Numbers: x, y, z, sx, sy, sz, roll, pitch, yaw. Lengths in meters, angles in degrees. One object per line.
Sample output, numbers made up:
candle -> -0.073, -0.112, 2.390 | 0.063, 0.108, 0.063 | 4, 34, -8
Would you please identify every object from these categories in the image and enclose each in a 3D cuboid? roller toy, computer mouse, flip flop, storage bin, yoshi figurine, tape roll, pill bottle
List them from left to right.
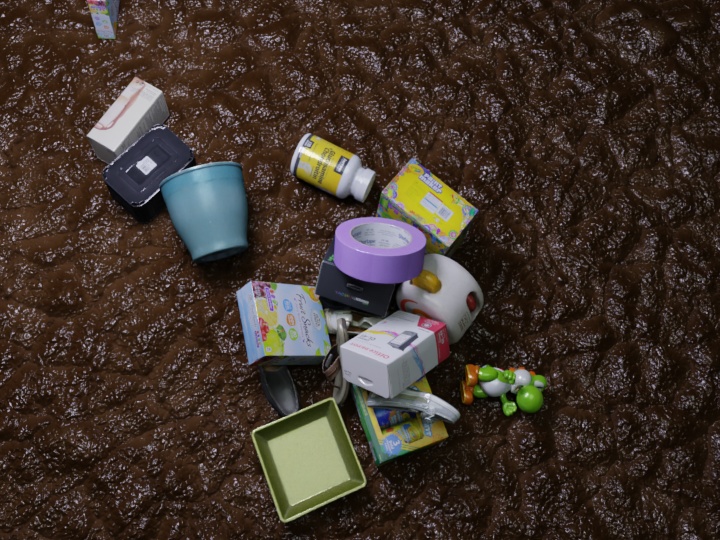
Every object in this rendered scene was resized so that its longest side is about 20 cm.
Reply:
storage bin -> -0.503, -0.234, 1.702 | 0.135, 0.094, 0.200 | 39, 69, 10
pill bottle -> -0.066, -0.248, 1.742 | 0.197, 0.112, 0.114 | 26, 68, 5
flip flop -> -0.055, 0.200, 1.543 | 0.056, 0.204, 0.081 | -4, 25, -12
computer mouse -> -0.003, 0.080, 1.631 | 0.195, 0.059, 0.035 | 7, 82, -16
tape roll -> 0.041, -0.046, 1.516 | 0.195, 0.067, 0.201 | 4, 26, -2
roller toy -> 0.176, 0.070, 1.601 | 0.182, 0.200, 0.140 | 42, 69, -3
yoshi figurine -> 0.330, 0.272, 1.590 | 0.195, 0.112, 0.115 | 3, 84, -7

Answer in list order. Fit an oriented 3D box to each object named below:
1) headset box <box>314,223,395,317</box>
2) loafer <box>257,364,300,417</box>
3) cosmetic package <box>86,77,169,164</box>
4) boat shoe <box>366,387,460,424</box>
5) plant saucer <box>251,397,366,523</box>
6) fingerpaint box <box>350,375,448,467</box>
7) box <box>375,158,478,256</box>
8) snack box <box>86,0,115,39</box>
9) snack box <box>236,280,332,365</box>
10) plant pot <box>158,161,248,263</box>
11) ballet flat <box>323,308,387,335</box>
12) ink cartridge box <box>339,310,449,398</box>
headset box -> 0.000, 0.000, 1.611 | 0.170, 0.094, 0.201 | 18, 32, 2
loafer -> -0.190, 0.233, 1.562 | 0.072, 0.073, 0.202 | -26, 73, -15
cosmetic package -> -0.569, -0.359, 1.740 | 0.086, 0.104, 0.202 | 27, 67, 7
boat shoe -> 0.112, 0.288, 1.495 | 0.198, 0.075, 0.066 | 19, 73, 7
plant saucer -> -0.112, 0.406, 1.516 | 0.196, 0.048, 0.203 | -20, 71, -13
fingerpaint box -> 0.080, 0.305, 1.561 | 0.163, 0.074, 0.204 | -16, 71, -12
box -> 0.148, -0.120, 1.671 | 0.199, 0.193, 0.122 | 39, 70, 9
snack box -> -0.671, -0.738, 1.855 | 0.052, 0.143, 0.205 | 0, 68, -6
snack box -> -0.166, 0.118, 1.558 | 0.198, 0.067, 0.172 | 7, 61, -47
plant pot -> -0.345, -0.125, 1.633 | 0.196, 0.200, 0.192 | -16, 86, -12
ballet flat -> -0.008, 0.116, 1.632 | 0.195, 0.063, 0.069 | 8, 66, -2
ink cartridge box -> 0.075, 0.173, 1.504 | 0.146, 0.088, 0.198 | 14, 29, 42
